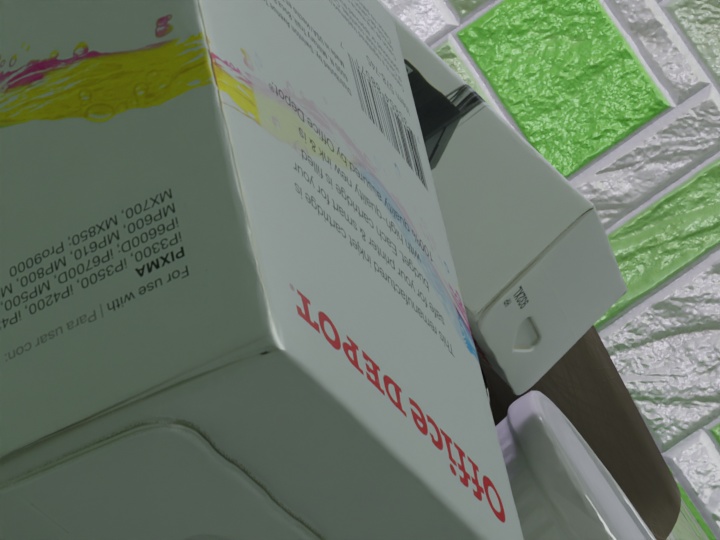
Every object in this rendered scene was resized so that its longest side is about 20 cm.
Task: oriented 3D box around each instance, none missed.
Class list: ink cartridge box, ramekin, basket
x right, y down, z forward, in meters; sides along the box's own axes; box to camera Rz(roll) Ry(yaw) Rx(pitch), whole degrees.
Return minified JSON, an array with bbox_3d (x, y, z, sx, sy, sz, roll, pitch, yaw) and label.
[{"bbox_3d":[-0.064,0.002,0.759,0.145,0.144,0.200,46,23,-49],"label":"ink cartridge box"},{"bbox_3d":[0.033,-0.048,1.490,0.200,0.084,0.145,46,-4,21],"label":"ink cartridge box"},{"bbox_3d":[0.111,0.170,1.558,0.203,0.094,0.202,53,7,-10],"label":"ramekin"},{"bbox_3d":[0.093,0.082,1.727,0.200,0.136,0.181,57,17,-25],"label":"basket"}]

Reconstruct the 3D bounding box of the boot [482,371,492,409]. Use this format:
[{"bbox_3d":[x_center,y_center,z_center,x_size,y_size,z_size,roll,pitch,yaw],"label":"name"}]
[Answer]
[{"bbox_3d":[-0.025,0.006,1.435,0.211,0.079,0.158,46,-3,16],"label":"boot"}]
